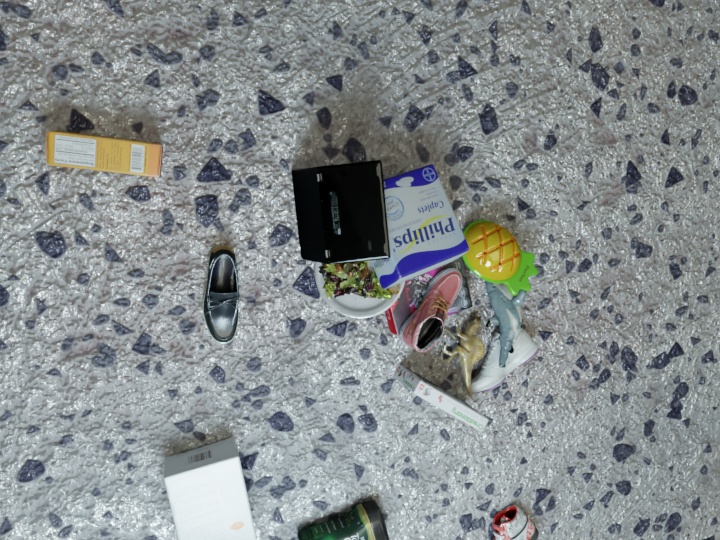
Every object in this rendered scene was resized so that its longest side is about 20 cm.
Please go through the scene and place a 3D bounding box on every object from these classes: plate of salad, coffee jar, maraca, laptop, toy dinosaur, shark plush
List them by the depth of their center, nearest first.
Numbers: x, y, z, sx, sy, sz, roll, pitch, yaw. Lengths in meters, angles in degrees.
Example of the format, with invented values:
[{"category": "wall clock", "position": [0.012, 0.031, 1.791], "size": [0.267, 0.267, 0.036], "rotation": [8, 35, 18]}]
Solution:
[{"category": "laptop", "position": [-0.044, -0.116, 1.232], "size": [0.197, 0.116, 0.190], "rotation": [-5, 100, 6]}, {"category": "plate of salad", "position": [0.000, 0.000, 1.306], "size": [0.197, 0.048, 0.203], "rotation": [0, 83, 0]}, {"category": "coffee jar", "position": [-0.036, 0.603, 1.380], "size": [0.198, 0.085, 0.106], "rotation": [-20, 103, -14]}, {"category": "maraca", "position": [0.312, -0.031, 1.385], "size": [0.199, 0.107, 0.138], "rotation": [34, 72, -4]}, {"category": "toy dinosaur", "position": [0.236, 0.190, 1.407], "size": [0.100, 0.058, 0.203], "rotation": [8, 79, 0]}, {"category": "shark plush", "position": [0.328, 0.121, 1.427], "size": [0.082, 0.091, 0.203], "rotation": [6, 86, -3]}]

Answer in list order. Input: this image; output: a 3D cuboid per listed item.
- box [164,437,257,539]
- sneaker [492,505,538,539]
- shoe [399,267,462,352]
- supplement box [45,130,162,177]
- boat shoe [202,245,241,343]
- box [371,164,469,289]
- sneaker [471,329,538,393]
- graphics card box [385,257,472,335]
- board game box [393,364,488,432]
[{"category": "box", "position": [-0.309, 0.476, 1.267], "size": [0.150, 0.106, 0.203], "rotation": [-12, 100, -16]}, {"category": "sneaker", "position": [0.343, 0.677, 1.518], "size": [0.201, 0.067, 0.108], "rotation": [-41, 106, -12]}, {"category": "shoe", "position": [0.166, 0.086, 1.319], "size": [0.071, 0.091, 0.201], "rotation": [38, 86, -18]}, {"category": "supplement box", "position": [-0.475, -0.218, 1.147], "size": [0.197, 0.066, 0.070], "rotation": [7, 98, -17]}, {"category": "boat shoe", "position": [-0.281, 0.052, 1.245], "size": [0.074, 0.062, 0.203], "rotation": [0, 98, -19]}, {"category": "box", "position": [0.099, -0.092, 1.275], "size": [0.182, 0.105, 0.202], "rotation": [-21, 83, -24]}, {"category": "sneaker", "position": [0.323, 0.210, 1.459], "size": [0.199, 0.075, 0.100], "rotation": [-38, 87, -9]}, {"category": "graphics card box", "position": [0.147, 0.053, 1.383], "size": [0.198, 0.051, 0.127], "rotation": [-18, 102, -15]}, {"category": "board game box", "position": [0.180, 0.287, 1.384], "size": [0.199, 0.126, 0.035], "rotation": [32, 87, -18]}]
